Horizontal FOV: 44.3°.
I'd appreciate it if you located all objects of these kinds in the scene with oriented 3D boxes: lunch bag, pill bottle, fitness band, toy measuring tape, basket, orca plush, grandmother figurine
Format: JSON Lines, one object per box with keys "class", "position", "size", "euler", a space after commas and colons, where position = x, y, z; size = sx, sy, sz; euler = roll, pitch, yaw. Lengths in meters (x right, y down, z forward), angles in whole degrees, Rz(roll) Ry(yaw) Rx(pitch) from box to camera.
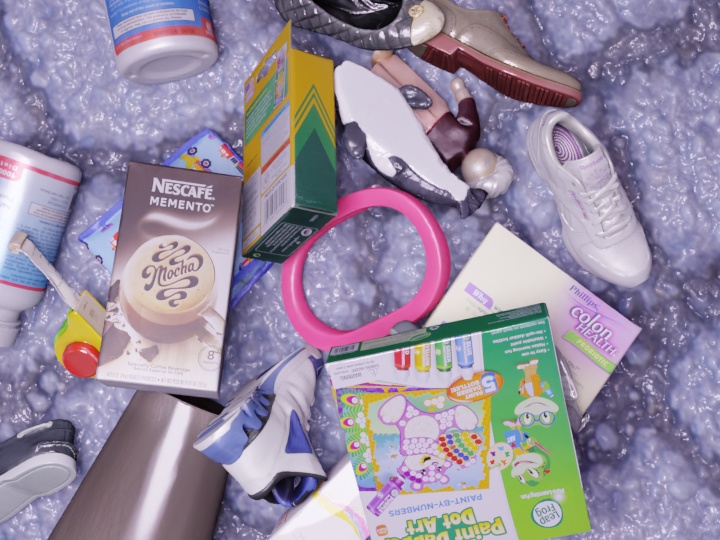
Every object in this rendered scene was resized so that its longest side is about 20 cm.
{"class": "lunch bag", "position": [-0.167, -0.043, 0.935], "size": [0.150, 0.094, 0.200], "euler": [43, 81, 7]}
{"class": "pill bottle", "position": [-0.221, -0.312, 0.931], "size": [0.110, 0.112, 0.205], "euler": [-12, 88, 4]}
{"class": "fitness band", "position": [0.000, 0.000, 0.902], "size": [0.198, 0.037, 0.146], "euler": [-27, 86, 29]}
{"class": "toy measuring tape", "position": [-0.309, 0.051, 0.921], "size": [0.073, 0.074, 0.201], "euler": [-36, 117, 1]}
{"class": "basket", "position": [-0.208, 0.225, 0.899], "size": [0.177, 0.136, 0.204], "euler": [22, 86, 19]}
{"class": "orca plush", "position": [0.042, -0.123, 0.900], "size": [0.198, 0.071, 0.106], "euler": [32, 68, 0]}
{"class": "pill bottle", "position": [-0.374, -0.029, 0.932], "size": [0.106, 0.109, 0.204], "euler": [17, 89, 5]}
{"class": "grandmother figurine", "position": [0.077, -0.147, 0.930], "size": [0.199, 0.061, 0.122], "euler": [41, 100, 8]}

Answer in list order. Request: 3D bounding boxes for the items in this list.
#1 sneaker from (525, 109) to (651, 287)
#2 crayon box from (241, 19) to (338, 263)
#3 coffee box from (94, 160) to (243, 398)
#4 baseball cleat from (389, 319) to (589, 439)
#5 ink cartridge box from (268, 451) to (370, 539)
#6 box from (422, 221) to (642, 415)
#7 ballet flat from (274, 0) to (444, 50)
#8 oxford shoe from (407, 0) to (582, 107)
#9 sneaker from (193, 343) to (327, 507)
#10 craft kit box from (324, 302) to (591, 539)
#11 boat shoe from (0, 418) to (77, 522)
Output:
{"class": "sneaker", "position": [0.231, -0.071, 0.893], "size": [0.074, 0.100, 0.202], "euler": [-31, 87, 0]}
{"class": "crayon box", "position": [-0.073, -0.126, 0.885], "size": [0.051, 0.125, 0.205], "euler": [9, 66, -28]}
{"class": "coffee box", "position": [-0.176, 0.011, 0.837], "size": [0.110, 0.080, 0.205], "euler": [6, 77, -7]}
{"class": "baseball cleat", "position": [0.123, 0.091, 0.821], "size": [0.199, 0.070, 0.107], "euler": [40, 85, -5]}
{"class": "ink cartridge box", "position": [-0.025, 0.242, 0.885], "size": [0.200, 0.117, 0.067], "euler": [-44, 86, -3]}
{"class": "box", "position": [0.147, 0.087, 0.894], "size": [0.174, 0.097, 0.202], "euler": [35, 91, 5]}
{"class": "ballet flat", "position": [-0.007, -0.272, 0.915], "size": [0.196, 0.057, 0.067], "euler": [16, 62, 20]}
{"class": "oxford shoe", "position": [0.147, -0.233, 0.922], "size": [0.197, 0.070, 0.076], "euler": [25, 84, 4]}
{"class": "sneaker", "position": [-0.079, 0.164, 0.867], "size": [0.080, 0.199, 0.116], "euler": [-32, 96, 25]}
{"class": "craft kit box", "position": [0.086, 0.147, 0.774], "size": [0.195, 0.049, 0.202], "euler": [-13, 106, 10]}
{"class": "boat shoe", "position": [-0.383, 0.221, 0.947], "size": [0.196, 0.076, 0.061], "euler": [-22, 48, 12]}
